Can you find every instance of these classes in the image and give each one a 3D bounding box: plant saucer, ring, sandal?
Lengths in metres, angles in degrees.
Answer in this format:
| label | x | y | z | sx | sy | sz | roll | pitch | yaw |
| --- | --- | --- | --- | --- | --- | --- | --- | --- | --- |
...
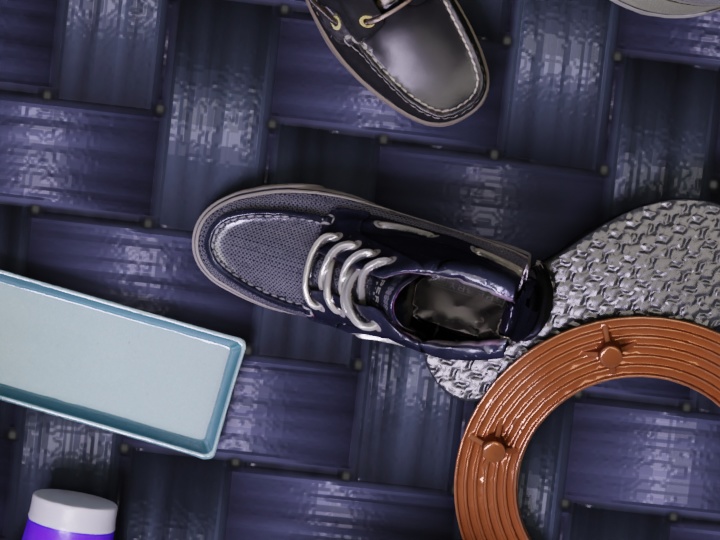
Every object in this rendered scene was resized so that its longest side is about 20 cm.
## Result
| label | x | y | z | sx | sy | sz | roll | pitch | yaw |
| --- | --- | --- | --- | --- | --- | --- | --- | --- | --- |
| plant saucer | -0.167 | 0.044 | 1.131 | 0.200 | 0.019 | 0.070 | 16 | 92 | -5 |
| ring | 0.151 | 0.121 | 1.127 | 0.200 | 0.019 | 0.201 | 0 | 108 | 2 |
| sandal | 0.129 | 0.011 | 1.135 | 0.200 | 0.048 | 0.075 | -19 | 96 | 11 |

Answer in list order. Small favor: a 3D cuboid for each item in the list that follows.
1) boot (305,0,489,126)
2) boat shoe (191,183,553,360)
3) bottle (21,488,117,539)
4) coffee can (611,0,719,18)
| label | x | y | z | sx | sy | sz | roll | pitch | yaw |
| --- | --- | --- | --- | --- | --- | --- | --- | --- | --- |
| boot | 0.003 | -0.161 | 1.060 | 0.073 | 0.151 | 0.200 | -32 | 94 | -1 |
| boat shoe | 0.000 | 0.000 | 1.084 | 0.200 | 0.093 | 0.075 | 9 | 98 | 9 |
| bottle | -0.172 | 0.221 | 1.118 | 0.083 | 0.065 | 0.200 | 10 | 93 | -4 |
| coffee can | 0.179 | -0.206 | 1.042 | 0.146 | 0.200 | 0.147 | 0 | 93 | -3 |
